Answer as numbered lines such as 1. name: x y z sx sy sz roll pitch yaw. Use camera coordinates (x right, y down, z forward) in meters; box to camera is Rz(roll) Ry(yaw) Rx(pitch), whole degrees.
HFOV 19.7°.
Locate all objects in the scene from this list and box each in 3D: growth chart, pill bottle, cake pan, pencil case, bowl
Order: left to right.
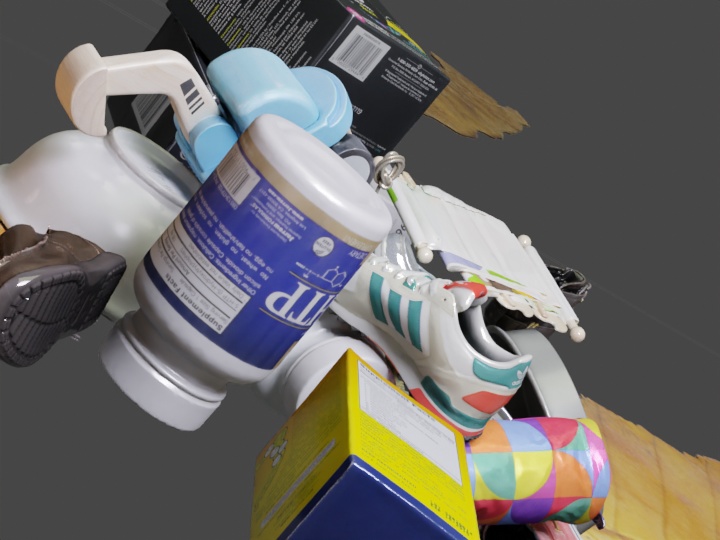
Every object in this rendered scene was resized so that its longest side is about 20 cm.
1. bowl: -0.174 -0.043 1.555 0.201 0.090 0.201 37 13 -10
2. pill bottle: -0.083 0.006 1.404 0.119 0.200 0.120 37 14 -11
3. pill bottle: -0.046 0.044 1.585 0.110 0.111 0.200 30 17 -38
4. growth chart: 0.102 -0.014 1.738 0.199 0.018 0.145 26 29 -35
5. pencil case: 0.091 0.153 1.541 0.199 0.089 0.088 3 30 -26
6. cake pan: 0.154 0.137 1.749 0.200 0.037 0.202 162 -90 -79

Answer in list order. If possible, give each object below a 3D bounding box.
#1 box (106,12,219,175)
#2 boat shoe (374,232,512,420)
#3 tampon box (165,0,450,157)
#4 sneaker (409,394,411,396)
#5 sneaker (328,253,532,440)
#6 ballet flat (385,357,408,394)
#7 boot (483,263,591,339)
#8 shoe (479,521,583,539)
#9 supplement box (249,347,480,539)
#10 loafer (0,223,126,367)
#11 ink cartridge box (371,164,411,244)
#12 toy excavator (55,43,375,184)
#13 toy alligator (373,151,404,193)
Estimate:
1. box: -0.109 -0.106 1.879 0.199 0.118 0.197 33 16 -27
2. boat shoe: 0.064 0.059 1.645 0.074 0.064 0.203 -64 132 -78
3. tampon box: -0.047 -0.202 1.832 0.150 0.126 0.200 27 20 -48
4. sneaker: 0.029 0.066 1.804 0.200 0.073 0.082 42 12 7
5. sneaker: 0.044 0.022 1.498 0.200 0.093 0.070 49 29 10
6. ballet flat: 0.009 0.107 1.647 0.071 0.071 0.200 38 14 -12
7. boot: 0.151 0.073 1.901 0.069 0.174 0.200 47 16 28
8. shoe: 0.119 0.196 1.641 0.091 0.071 0.200 29 20 -51
9. supplement box: 0.001 0.155 1.358 0.109 0.110 0.200 38 14 -12
10. loafer: -0.215 0.011 1.335 0.071 0.073 0.200 31 7 6
11. ink cartridge box: -0.012 -0.040 1.943 0.068 0.116 0.200 32 16 -27
12. toy excavator: -0.108 -0.118 1.529 0.100 0.194 0.201 54 -10 46
13. toy alligator: 0.000 0.000 1.688 0.059 0.201 0.054 4 36 -33
